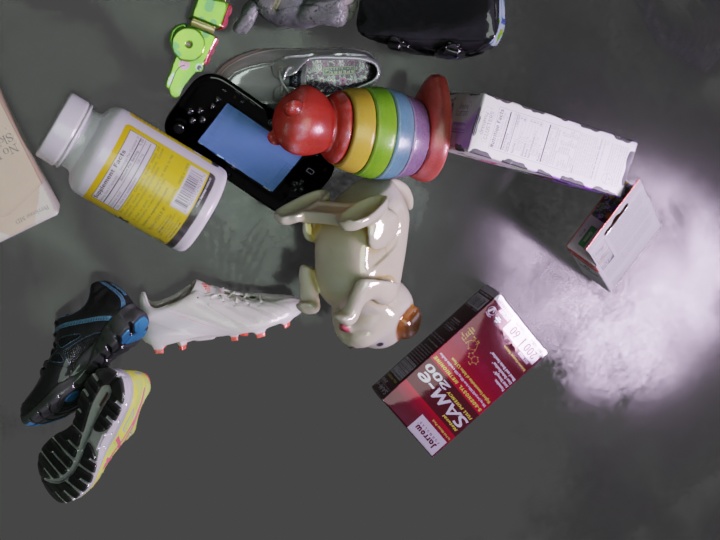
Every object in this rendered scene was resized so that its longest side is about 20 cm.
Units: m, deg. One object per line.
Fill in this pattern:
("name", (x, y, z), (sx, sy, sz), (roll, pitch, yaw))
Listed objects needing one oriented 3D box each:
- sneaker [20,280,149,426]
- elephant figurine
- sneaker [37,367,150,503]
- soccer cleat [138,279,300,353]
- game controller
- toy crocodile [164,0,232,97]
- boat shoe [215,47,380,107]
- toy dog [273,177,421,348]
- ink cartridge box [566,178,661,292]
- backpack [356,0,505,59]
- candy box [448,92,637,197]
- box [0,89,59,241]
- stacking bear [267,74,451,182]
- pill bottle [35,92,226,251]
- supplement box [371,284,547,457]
("sneaker", (-0.337, 0.101, 1.477), (0.200, 0.073, 0.082), (-46, 72, 7))
("elephant figurine", (-0.038, -0.348, 1.433), (0.154, 0.200, 0.143), (13, 115, 10))
("sneaker", (-0.309, 0.197, 1.490), (0.078, 0.090, 0.200), (42, 111, 15))
("soccer cleat", (-0.169, 0.046, 1.498), (0.198, 0.069, 0.078), (-10, 99, -8))
("game controller", (-0.129, -0.147, 1.466), (0.199, 0.042, 0.104), (33, 125, -21))
("toy crocodile", (-0.176, -0.292, 1.431), (0.061, 0.067, 0.201), (21, 95, -16))
("boat shoe", (-0.073, -0.224, 1.467), (0.198, 0.069, 0.073), (-3, 102, -12))
("toy dog", (0.000, 0.000, 1.494), (0.139, 0.194, 0.201), (3, 116, 30))
("ink cartridge box", (0.307, -0.051, 1.530), (0.050, 0.200, 0.109), (37, 90, 25))
("backpack", (0.098, -0.303, 1.428), (0.162, 0.200, 0.155), (5, 87, 17))
("candy box", (0.200, -0.153, 1.492), (0.199, 0.168, 0.072), (15, 95, -15))
("box", (-0.422, -0.138, 1.397), (0.094, 0.078, 0.201), (-28, 105, -7))
("stacking bear", (-0.006, -0.165, 1.435), (0.199, 0.121, 0.115), (4, 63, -25))
("pill bottle", (-0.262, -0.116, 1.421), (0.199, 0.111, 0.112), (31, 92, -16))
("supplement box", (0.126, 0.126, 1.583), (0.200, 0.061, 0.109), (-42, 107, -2))
